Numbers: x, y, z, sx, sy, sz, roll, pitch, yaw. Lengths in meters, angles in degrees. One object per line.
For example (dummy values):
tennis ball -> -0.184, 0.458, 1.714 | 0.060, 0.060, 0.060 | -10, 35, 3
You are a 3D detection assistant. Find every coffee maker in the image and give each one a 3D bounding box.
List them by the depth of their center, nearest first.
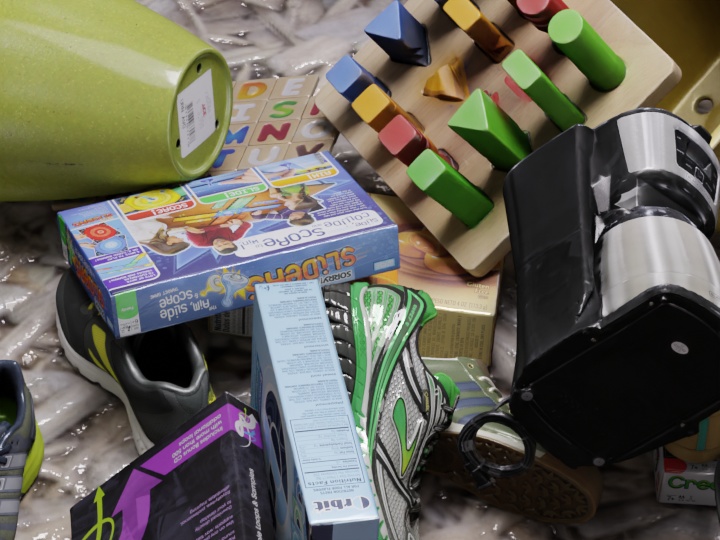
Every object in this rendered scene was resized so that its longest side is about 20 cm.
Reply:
coffee maker -> 0.144, 0.011, 1.544 | 0.192, 0.135, 0.200 | -13, 38, 10

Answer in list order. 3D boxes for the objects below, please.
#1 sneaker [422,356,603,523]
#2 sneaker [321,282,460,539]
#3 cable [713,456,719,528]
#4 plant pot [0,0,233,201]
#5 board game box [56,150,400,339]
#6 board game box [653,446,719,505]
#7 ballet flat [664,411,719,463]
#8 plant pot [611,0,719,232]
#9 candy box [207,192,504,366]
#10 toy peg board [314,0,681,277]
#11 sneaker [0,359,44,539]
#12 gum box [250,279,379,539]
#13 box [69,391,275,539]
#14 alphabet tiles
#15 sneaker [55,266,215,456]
sneaker -> 0.074, 0.095, 1.615 | 0.200, 0.067, 0.090 | 16, 49, 17
sneaker -> 0.025, 0.104, 1.535 | 0.085, 0.078, 0.200 | -6, 85, -4
cable -> 0.239, 0.197, 1.531 | 0.097, 0.050, 0.200 | -12, 44, 5
plant pot -> -0.198, -0.125, 1.725 | 0.200, 0.187, 0.187 | 12, 42, 23
board game box -> -0.090, -0.020, 1.648 | 0.200, 0.035, 0.135 | -14, 29, -16
board game box -> 0.296, 0.106, 1.644 | 0.200, 0.035, 0.126 | 3, 42, 0
ballet flat -> 0.215, 0.036, 1.632 | 0.068, 0.063, 0.200 | -6, 47, -6
plant pot -> 0.250, -0.141, 1.772 | 0.194, 0.200, 0.195 | -49, 56, -1
candy box -> 0.000, 0.000, 1.722 | 0.200, 0.055, 0.116 | 7, 41, 5
toy peg board -> 0.075, -0.140, 1.682 | 0.200, 0.098, 0.199 | -45, 58, 6
sneaker -> -0.245, 0.138, 1.536 | 0.074, 0.081, 0.200 | 3, 42, 0
gum box -> -0.031, 0.135, 1.489 | 0.044, 0.170, 0.200 | -4, 43, -10
box -> -0.112, 0.187, 1.463 | 0.143, 0.036, 0.200 | -37, 39, 22
alphabet tiles -> -0.111, -0.097, 1.803 | 0.200, 0.008, 0.167 | -3, 33, 16
sneaker -> -0.143, 0.048, 1.639 | 0.074, 0.085, 0.200 | -20, 48, -25
